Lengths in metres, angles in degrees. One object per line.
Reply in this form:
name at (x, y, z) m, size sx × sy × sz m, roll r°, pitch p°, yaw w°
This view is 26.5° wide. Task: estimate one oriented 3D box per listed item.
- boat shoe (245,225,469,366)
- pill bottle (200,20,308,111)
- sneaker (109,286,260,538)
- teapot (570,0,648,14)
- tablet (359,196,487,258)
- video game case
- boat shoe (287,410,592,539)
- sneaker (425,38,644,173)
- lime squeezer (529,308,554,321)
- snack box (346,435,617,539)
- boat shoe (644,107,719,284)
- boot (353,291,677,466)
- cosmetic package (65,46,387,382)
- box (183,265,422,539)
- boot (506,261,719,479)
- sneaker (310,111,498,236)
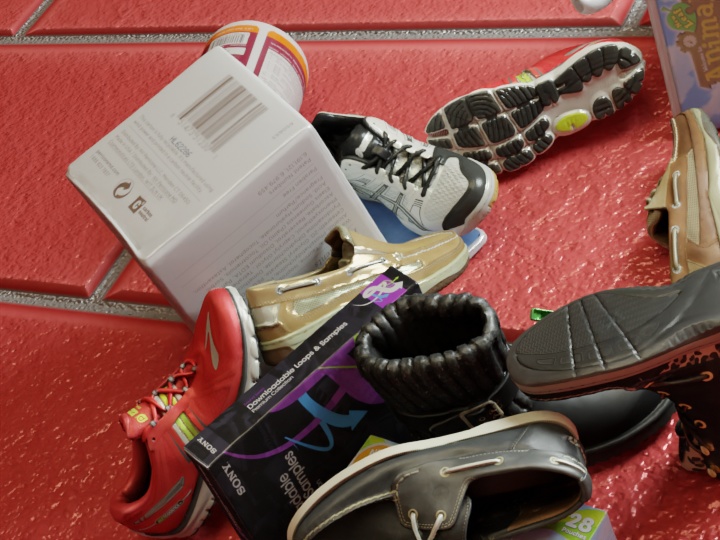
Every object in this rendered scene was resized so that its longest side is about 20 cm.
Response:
boat shoe at (0.000, 0.000, 1.162) m, size 0.199 × 0.077 × 0.071 m, roll -27°, pitch 9°, yaw -36°
pill bottle at (-0.119, -0.137, 1.450) m, size 0.109 × 0.110 × 0.201 m, roll -8°, pitch 42°, yaw 21°
sneaker at (-0.133, 0.106, 1.127) m, size 0.077 × 0.084 × 0.201 m, roll 35°, pitch 110°, yaw 59°
teapot at (0.319, -0.242, 1.300) m, size 0.199 × 0.197 × 0.147 m, roll 0°, pitch 69°, yaw 51°
tablet at (0.002, -0.020, 1.332) m, size 0.130 × 0.014 × 0.200 m, roll -43°, pitch 43°, yaw -20°
video game case at (0.323, -0.210, 1.222) m, size 0.181 × 0.201 × 0.022 m, roll -8°, pitch 35°, yaw 20°
boat shoe at (0.048, 0.149, 0.963) m, size 0.199 × 0.072 × 0.068 m, roll -19°, pitch 34°, yaw 4°
sneaker at (0.154, -0.147, 1.348) m, size 0.199 × 0.077 × 0.085 m, roll -20°, pitch 18°, yaw 9°
lime squeezer at (0.225, 0.043, 1.101) m, size 0.199 × 0.038 × 0.070 m, roll 1°, pitch 4°, yaw 30°
snack box at (0.047, 0.212, 1.005) m, size 0.199 × 0.068 × 0.169 m, roll 15°, pitch 54°, yaw 38°
boat shoe at (0.254, -0.049, 1.181) m, size 0.073 × 0.076 × 0.201 m, roll -17°, pitch 39°, yaw 15°
boot at (0.114, 0.068, 1.056) m, size 0.210 × 0.158 × 0.080 m, roll -23°, pitch 39°, yaw 3°
cosmetic package at (-0.096, -0.033, 1.233) m, size 0.166 × 0.200 × 0.167 m, roll -40°, pitch 42°, yaw -7°
box at (-0.017, 0.113, 1.091) m, size 0.200 × 0.143 × 0.036 m, roll -40°, pitch 42°, yaw -16°
boot at (0.207, 0.077, 1.003) m, size 0.199 × 0.151 × 0.073 m, roll -20°, pitch 40°, yaw 5°
sneaker at (0.027, -0.085, 1.298) m, size 0.199 × 0.088 × 0.076 m, roll 20°, pitch 81°, yaw 46°
